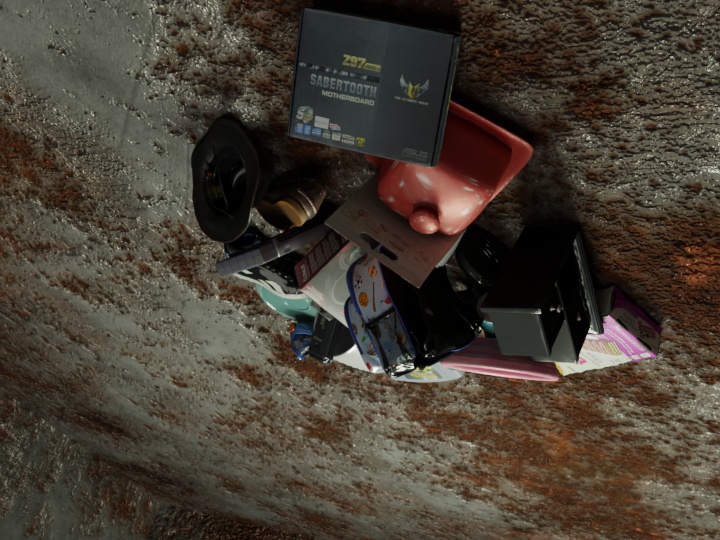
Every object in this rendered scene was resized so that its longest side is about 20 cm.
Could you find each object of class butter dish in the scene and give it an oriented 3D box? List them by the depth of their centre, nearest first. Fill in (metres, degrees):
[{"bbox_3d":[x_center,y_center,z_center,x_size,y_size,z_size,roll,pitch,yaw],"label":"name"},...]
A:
[{"bbox_3d":[0.102,-0.118,1.147,0.197,0.150,0.200,25,151,-9],"label":"butter dish"}]

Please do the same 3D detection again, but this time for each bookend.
[{"bbox_3d":[0.274,0.072,1.243,0.091,0.201,0.202,-1,124,34],"label":"bookend"}]

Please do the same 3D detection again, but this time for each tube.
[{"bbox_3d":[0.229,0.092,1.379,0.076,0.051,0.200,10,162,21],"label":"tube"}]

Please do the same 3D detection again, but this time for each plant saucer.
[{"bbox_3d":[0.231,0.145,1.399,0.196,0.052,0.201,8,172,1],"label":"plant saucer"},{"bbox_3d":[-0.126,0.054,1.691,0.196,0.028,0.201,16,150,9],"label":"plant saucer"}]

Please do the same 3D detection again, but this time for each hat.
[{"bbox_3d":[-0.190,-0.140,1.333,0.080,0.205,0.199,-5,171,-40],"label":"hat"}]

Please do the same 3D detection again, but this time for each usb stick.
[{"bbox_3d":[-0.046,0.060,1.492,0.055,0.204,0.032,17,-179,35],"label":"usb stick"}]

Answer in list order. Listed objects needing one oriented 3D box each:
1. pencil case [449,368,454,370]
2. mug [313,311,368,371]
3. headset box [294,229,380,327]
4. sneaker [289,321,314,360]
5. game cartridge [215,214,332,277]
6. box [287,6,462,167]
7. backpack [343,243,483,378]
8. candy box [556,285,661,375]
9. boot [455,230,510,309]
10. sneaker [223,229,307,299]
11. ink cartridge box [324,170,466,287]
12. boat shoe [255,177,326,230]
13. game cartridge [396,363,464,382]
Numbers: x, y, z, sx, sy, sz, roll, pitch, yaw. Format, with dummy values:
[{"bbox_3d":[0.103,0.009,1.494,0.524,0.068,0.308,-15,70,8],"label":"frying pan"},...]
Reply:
[{"bbox_3d":[0.143,0.105,1.516,0.084,0.094,0.200,19,166,35],"label":"pencil case"},{"bbox_3d":[0.040,0.098,1.561,0.199,0.149,0.174,-41,135,24],"label":"mug"},{"bbox_3d":[0.000,0.000,1.372,0.200,0.078,0.148,-43,120,14],"label":"headset box"},{"bbox_3d":[-0.051,0.154,1.726,0.195,0.080,0.075,2,164,7],"label":"sneaker"},{"bbox_3d":[-0.127,-0.046,1.384,0.128,0.199,0.039,-22,94,45],"label":"game cartridge"},{"bbox_3d":[0.015,-0.227,1.040,0.196,0.051,0.161,14,110,11],"label":"box"},{"bbox_3d":[0.066,0.050,1.257,0.152,0.194,0.199,-23,175,33],"label":"backpack"},{"bbox_3d":[0.383,0.106,1.425,0.135,0.062,0.198,36,147,-24],"label":"candy box"},{"bbox_3d":[0.191,0.025,1.394,0.210,0.081,0.156,37,146,-27],"label":"boot"},{"bbox_3d":[-0.166,-0.015,1.553,0.196,0.074,0.113,14,151,14],"label":"sneaker"},{"bbox_3d":[0.050,-0.052,1.201,0.161,0.200,0.051,34,131,7],"label":"ink cartridge box"},{"bbox_3d":[-0.112,-0.111,1.365,0.071,0.070,0.199,50,162,-22],"label":"boat shoe"},{"bbox_3d":[0.114,0.185,1.747,0.197,0.042,0.133,-7,144,39],"label":"game cartridge"}]
